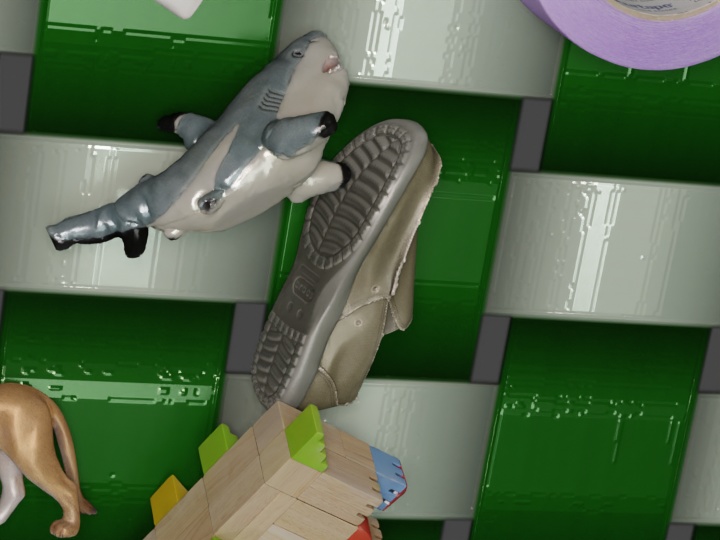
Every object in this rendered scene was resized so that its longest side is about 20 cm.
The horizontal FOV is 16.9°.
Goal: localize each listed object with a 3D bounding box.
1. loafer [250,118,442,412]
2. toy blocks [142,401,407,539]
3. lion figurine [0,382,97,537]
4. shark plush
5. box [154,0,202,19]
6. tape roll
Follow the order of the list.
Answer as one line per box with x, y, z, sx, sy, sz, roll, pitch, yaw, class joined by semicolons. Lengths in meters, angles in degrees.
0.000;0.000;1.497;0.069;0.075;0.201;16;109;-34;loafer
-0.042;0.170;1.519;0.136;0.100;0.200;27;119;-32;toy blocks
-0.247;0.099;1.455;0.199;0.072;0.123;-1;98;-33;lion figurine
-0.090;-0.063;1.447;0.200;0.084;0.091;-33;160;7;shark plush
-0.125;-0.277;1.273;0.171;0.199;0.200;29;101;-26;box
0.179;-0.226;1.467;0.199;0.066;0.201;-7;113;-16;tape roll
